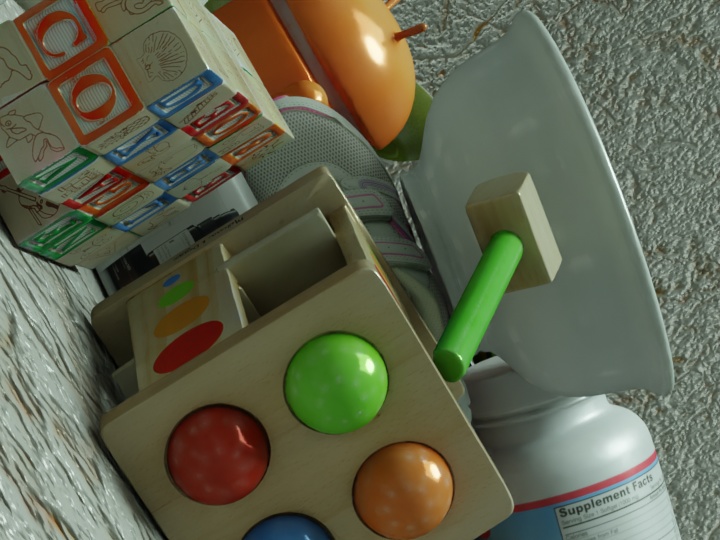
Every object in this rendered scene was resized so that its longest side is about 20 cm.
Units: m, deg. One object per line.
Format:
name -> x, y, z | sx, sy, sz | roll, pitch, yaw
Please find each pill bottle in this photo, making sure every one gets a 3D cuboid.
pill bottle -> 0.115, 0.142, 1.215 | 0.109, 0.108, 0.202 | -79, 152, -85

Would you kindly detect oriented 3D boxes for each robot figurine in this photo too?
robot figurine -> -0.054, -0.093, 1.258 | 0.117, 0.199, 0.144 | 60, 4, 23

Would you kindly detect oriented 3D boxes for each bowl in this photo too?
bowl -> 0.077, -0.019, 1.116 | 0.201, 0.090, 0.203 | 159, -90, -89

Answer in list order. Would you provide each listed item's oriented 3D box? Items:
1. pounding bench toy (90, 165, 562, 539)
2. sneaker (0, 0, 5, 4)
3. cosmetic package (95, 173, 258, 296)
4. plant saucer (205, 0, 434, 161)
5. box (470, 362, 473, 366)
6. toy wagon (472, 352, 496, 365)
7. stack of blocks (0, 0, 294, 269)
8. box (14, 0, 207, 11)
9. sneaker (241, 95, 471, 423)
pounding bench toy -> 0.005, 0.040, 0.940 | 0.125, 0.199, 0.156 | 58, 2, -20
sneaker -> -0.183, -0.190, 1.170 | 0.081, 0.086, 0.200 | 57, 4, -10
cosmetic package -> -0.100, -0.039, 1.111 | 0.201, 0.082, 0.051 | 61, 3, 32
plant saucer -> -0.028, -0.124, 1.419 | 0.199, 0.031, 0.200 | 33, -8, 5
box -> -0.010, 0.037, 1.475 | 0.193, 0.121, 0.200 | 58, 3, -21
toy wagon -> 0.080, -0.001, 1.409 | 0.156, 0.039, 0.201 | -118, -170, -50
stack of blocks -> -0.105, -0.062, 0.945 | 0.059, 0.115, 0.200 | 59, 4, 8
box -> -0.151, -0.191, 1.001 | 0.200, 0.109, 0.128 | 41, 0, 7
sneaker -> 0.000, 0.000, 1.122 | 0.201, 0.081, 0.088 | 62, -6, 8
